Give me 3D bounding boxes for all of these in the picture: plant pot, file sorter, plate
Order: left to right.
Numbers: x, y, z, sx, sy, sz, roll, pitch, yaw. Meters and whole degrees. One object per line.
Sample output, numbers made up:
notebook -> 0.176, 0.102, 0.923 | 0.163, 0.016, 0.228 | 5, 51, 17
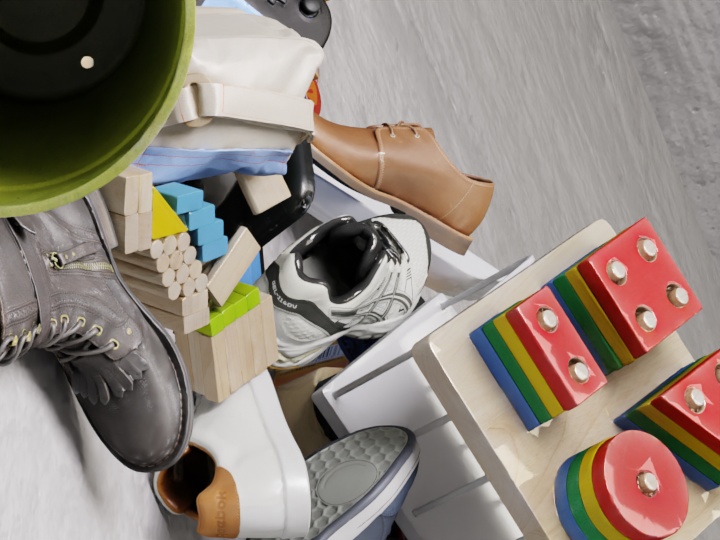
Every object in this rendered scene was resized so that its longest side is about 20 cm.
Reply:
plant pot -> -0.178, -0.141, 1.412 | 0.193, 0.199, 0.201 | -85, 156, -80
plate -> 0.022, -0.030, 2.088 | 0.199, 0.032, 0.200 | 32, 5, 17
file sorter -> 0.098, 0.110, 1.747 | 0.139, 0.124, 0.200 | -37, 94, -43

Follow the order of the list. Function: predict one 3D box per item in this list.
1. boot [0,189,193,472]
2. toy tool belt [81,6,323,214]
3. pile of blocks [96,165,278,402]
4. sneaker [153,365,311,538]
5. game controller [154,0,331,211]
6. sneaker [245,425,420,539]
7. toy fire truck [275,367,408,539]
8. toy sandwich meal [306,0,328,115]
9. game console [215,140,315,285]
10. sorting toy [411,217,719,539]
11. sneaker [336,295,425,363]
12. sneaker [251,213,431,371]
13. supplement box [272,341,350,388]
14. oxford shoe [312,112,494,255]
boot -> -0.172, 0.031, 1.465 | 0.201, 0.069, 0.174 | 65, 18, -1
toy tool belt -> -0.121, -0.086, 1.627 | 0.125, 0.199, 0.124 | 30, -61, 50
pile of blocks -> -0.114, -0.006, 1.620 | 0.082, 0.062, 0.200 | -55, 141, -24
sneaker -> -0.091, 0.103, 1.666 | 0.200, 0.084, 0.073 | -125, -148, -65
game controller -> -0.096, -0.127, 1.744 | 0.104, 0.042, 0.200 | 43, 57, -20
sneaker -> -0.013, 0.206, 1.687 | 0.202, 0.077, 0.147 | -49, 129, -26
toy fire truck -> 0.043, 0.153, 1.831 | 0.199, 0.128, 0.177 | 5, 66, -48
toy sandwich meal -> -0.063, -0.189, 2.043 | 0.205, 0.070, 0.206 | -20, 90, -74
game console -> -0.061, -0.074, 1.873 | 0.116, 0.176, 0.201 | 20, 49, -36
sorting toy -> 0.160, 0.081, 1.678 | 0.200, 0.069, 0.199 | -32, 90, -45
sneaker -> 0.045, 0.083, 1.909 | 0.078, 0.070, 0.201 | -66, 138, -56
sneaker -> 0.000, 0.000, 1.778 | 0.076, 0.088, 0.200 | 45, 37, 9
supplement box -> -0.014, 0.064, 1.978 | 0.200, 0.068, 0.067 | -70, 142, -63
oxford shoe -> 0.014, -0.086, 2.010 | 0.199, 0.072, 0.071 | 28, 7, -30
